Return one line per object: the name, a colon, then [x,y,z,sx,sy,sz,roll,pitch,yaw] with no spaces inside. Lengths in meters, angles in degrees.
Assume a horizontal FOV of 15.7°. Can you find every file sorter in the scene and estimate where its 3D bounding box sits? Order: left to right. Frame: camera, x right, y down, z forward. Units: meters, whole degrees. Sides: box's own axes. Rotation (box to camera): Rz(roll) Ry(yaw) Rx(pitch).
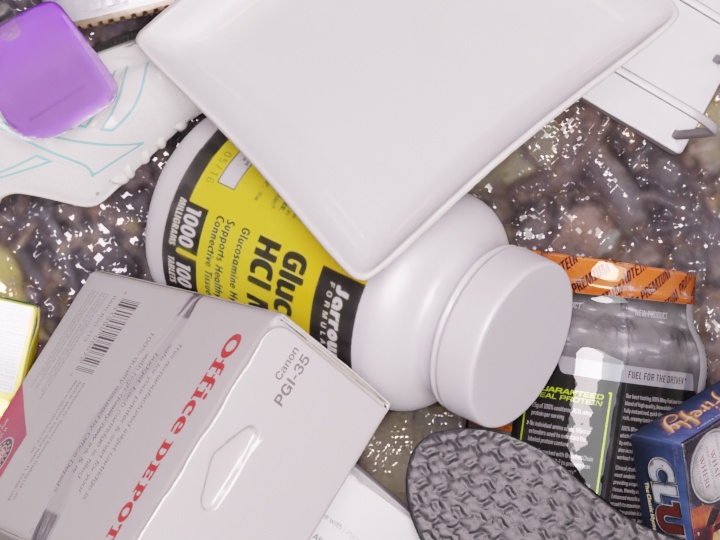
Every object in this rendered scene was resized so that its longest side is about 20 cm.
file sorter: [0.164,-0.182,1.331,0.138,0.125,0.201,29,88,-5]

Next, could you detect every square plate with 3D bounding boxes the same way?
square plate: [0.021,-0.112,1.253,0.198,0.028,0.200,-39,57,-6]

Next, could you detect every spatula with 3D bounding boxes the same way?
spatula: [-0.195,-0.147,1.314,0.056,0.021,0.200,-33,65,-9]

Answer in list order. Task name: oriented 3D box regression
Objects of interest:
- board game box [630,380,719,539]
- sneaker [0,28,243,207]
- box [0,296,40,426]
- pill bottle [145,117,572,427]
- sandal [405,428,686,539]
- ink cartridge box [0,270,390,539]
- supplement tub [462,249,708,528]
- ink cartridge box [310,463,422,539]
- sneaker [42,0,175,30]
board game box: [0.202,0.152,1.322,0.135,0.034,0.201,-27,115,-41]
sneaker: [-0.127,-0.079,1.340,0.199,0.070,0.081,-14,100,2]
box: [-0.240,0.104,1.338,0.116,0.048,0.201,13,87,-6]
pill bottle: [0.000,0.000,1.281,0.199,0.112,0.113,24,89,31]
sandal: [0.109,0.141,1.245,0.199,0.048,0.076,27,83,1]
ink cartridge box: [-0.097,0.090,1.257,0.083,0.200,0.147,39,76,-29]
supplement tub: [0.111,0.094,1.331,0.122,0.123,0.202,9,91,-5]
ink cartridge box: [-0.051,0.184,1.306,0.084,0.146,0.200,37,88,-7]
sneaker: [-0.076,-0.197,1.336,0.199,0.071,0.113,-14,95,-3]
